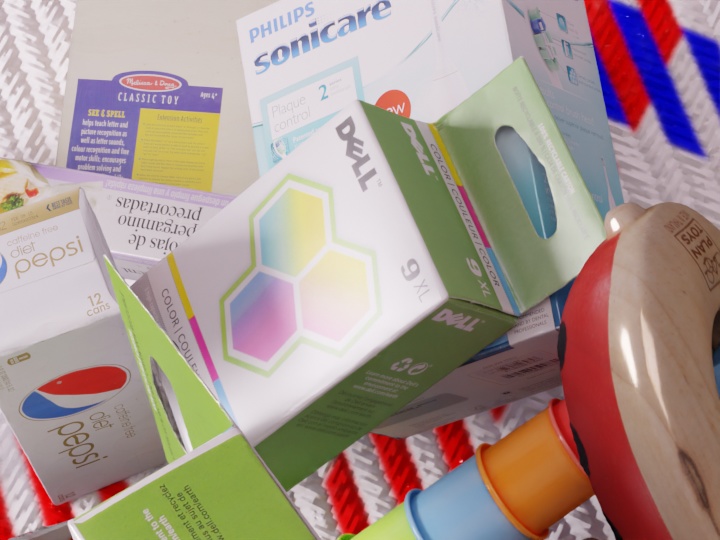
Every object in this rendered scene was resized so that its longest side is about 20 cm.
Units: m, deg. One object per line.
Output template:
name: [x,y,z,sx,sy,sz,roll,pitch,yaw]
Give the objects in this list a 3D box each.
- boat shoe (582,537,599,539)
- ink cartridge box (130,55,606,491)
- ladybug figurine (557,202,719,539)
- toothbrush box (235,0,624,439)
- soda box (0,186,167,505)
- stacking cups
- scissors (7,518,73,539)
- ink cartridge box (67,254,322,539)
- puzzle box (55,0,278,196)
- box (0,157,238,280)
boat shoe: [0.105,0.179,1.033,0.075,0.202,0.075,36,78,17]
ink cartridge box: [0.000,0.000,1.054,0.200,0.059,0.104,-37,60,25]
ladybug figurine: [0.135,0.067,1.000,0.072,0.136,0.201,-18,98,31]
toothbrush box: [0.036,-0.041,1.128,0.146,0.085,0.201,-20,68,32]
soda box: [-0.131,0.038,1.101,0.068,0.200,0.064,-20,69,-5]
stacking cups: [0.051,0.112,1.092,0.200,0.060,0.061,-36,68,20]
scissors: [-0.164,0.128,1.137,0.199,0.073,0.014,-29,52,-9]
ink cartridge box: [-0.065,0.116,0.934,0.076,0.148,0.200,-30,53,-14]
puzzle box: [-0.051,-0.072,1.234,0.199,0.025,0.134,4,70,4]
box: [-0.139,-0.025,1.182,0.199,0.041,0.039,10,73,19]
